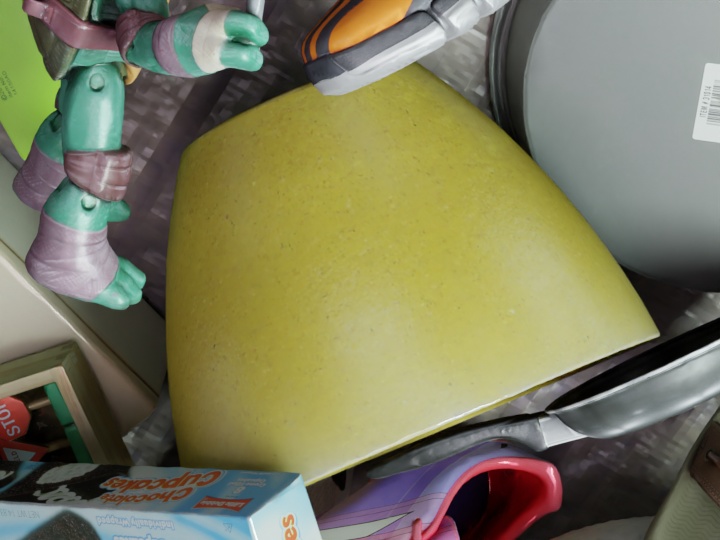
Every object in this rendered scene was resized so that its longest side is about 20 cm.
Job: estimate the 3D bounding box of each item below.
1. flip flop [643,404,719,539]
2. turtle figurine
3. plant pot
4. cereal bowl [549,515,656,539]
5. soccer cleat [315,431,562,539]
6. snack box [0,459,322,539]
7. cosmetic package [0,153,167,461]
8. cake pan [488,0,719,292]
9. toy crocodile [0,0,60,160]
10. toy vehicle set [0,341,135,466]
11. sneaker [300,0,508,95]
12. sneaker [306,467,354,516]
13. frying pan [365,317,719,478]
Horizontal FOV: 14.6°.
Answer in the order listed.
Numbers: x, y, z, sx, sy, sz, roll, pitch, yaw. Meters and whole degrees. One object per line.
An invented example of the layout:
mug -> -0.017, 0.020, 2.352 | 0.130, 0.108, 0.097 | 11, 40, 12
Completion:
flip flop -> 0.167, 0.086, 1.127 | 0.081, 0.200, 0.058 | 22, 141, 11
turtle figurine -> -0.079, -0.095, 1.045 | 0.100, 0.150, 0.201 | 21, 117, -3
plant pot -> 0.000, 0.000, 1.117 | 0.199, 0.200, 0.143 | -24, 85, 15
cereal bowl -> 0.126, 0.172, 1.221 | 0.199, 0.084, 0.201 | -2, 136, -2
soccer cleat -> 0.000, 0.131, 1.170 | 0.076, 0.200, 0.067 | 0, 119, 51
snack box -> -0.088, 0.134, 1.084 | 0.199, 0.037, 0.117 | -2, 114, 41
cosmetic package -> -0.183, 0.002, 1.180 | 0.103, 0.073, 0.200 | -38, 109, 20
cake pan -> 0.151, -0.075, 1.137 | 0.199, 0.037, 0.201 | 2, 117, 4
toy crocodile -> -0.163, -0.130, 1.125 | 0.067, 0.062, 0.200 | -25, 117, 15
toy vehicle set -> -0.136, 0.138, 1.178 | 0.124, 0.027, 0.201 | -19, 108, 15
sneaker -> 0.033, -0.160, 1.062 | 0.200, 0.078, 0.112 | -42, 102, -17
sneaker -> -0.063, 0.142, 1.233 | 0.075, 0.088, 0.201 | 27, 114, -7
frying pan -> 0.096, 0.055, 1.139 | 0.189, 0.115, 0.031 | -26, 90, -4
